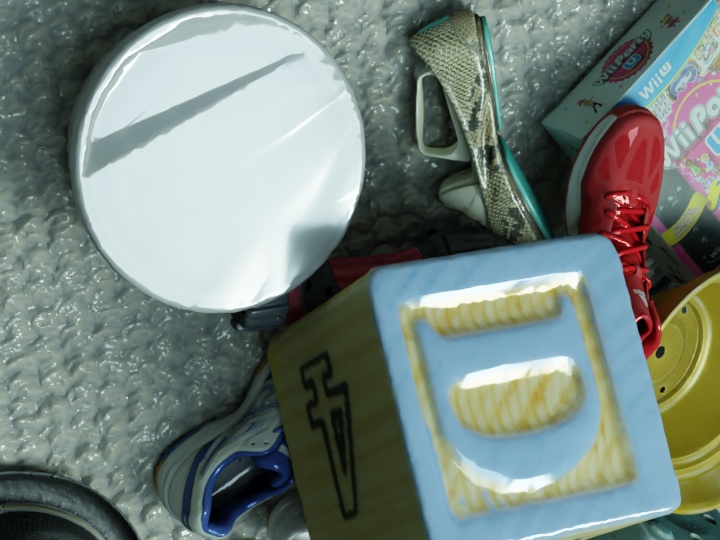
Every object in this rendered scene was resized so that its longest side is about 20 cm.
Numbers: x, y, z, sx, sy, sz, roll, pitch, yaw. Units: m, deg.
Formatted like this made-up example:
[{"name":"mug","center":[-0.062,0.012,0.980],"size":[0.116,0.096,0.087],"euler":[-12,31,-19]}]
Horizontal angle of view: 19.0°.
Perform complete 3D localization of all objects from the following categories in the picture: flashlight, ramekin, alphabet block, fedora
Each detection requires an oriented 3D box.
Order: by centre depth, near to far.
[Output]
[{"name":"ramekin","center":[-0.104,-0.081,1.432],"size":[0.201,0.094,0.203],"euler":[-5,105,-20]},{"name":"alphabet block","center":[0.071,0.102,1.470],"size":[0.194,0.200,0.197],"euler":[-7,78,-23]},{"name":"fedora","center":[-0.238,0.232,1.483],"size":[0.200,0.092,0.202],"euler":[0,91,-13]},{"name":"flashlight","center":[0.000,0.000,1.551],"size":[0.199,0.068,0.068],"euler":[-8,106,-23]}]

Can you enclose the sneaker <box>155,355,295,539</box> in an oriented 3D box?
[{"name":"sneaker","center":[-0.055,0.119,1.563],"size":[0.200,0.088,0.075],"euler":[-45,122,-4]}]

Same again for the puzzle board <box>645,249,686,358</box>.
[{"name":"puzzle board","center":[0.181,0.056,1.694],"size":[0.199,0.017,0.151],"euler":[-30,122,-12]}]

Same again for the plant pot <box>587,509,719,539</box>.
[{"name":"plant pot","center":[0.193,0.258,1.662],"size":[0.196,0.196,0.200],"euler":[19,112,-31]}]

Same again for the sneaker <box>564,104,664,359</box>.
[{"name":"sneaker","center":[0.193,-0.010,1.523],"size":[0.078,0.115,0.201],"euler":[7,103,-26]}]

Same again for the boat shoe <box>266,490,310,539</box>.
[{"name":"boat shoe","center":[0.033,0.200,1.593],"size":[0.199,0.069,0.071],"euler":[-3,106,-9]}]

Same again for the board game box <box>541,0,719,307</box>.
[{"name":"board game box","center":[0.253,-0.092,1.628],"size":[0.148,0.064,0.200],"euler":[-47,119,-5]}]

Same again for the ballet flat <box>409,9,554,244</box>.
[{"name":"ballet flat","center":[0.081,-0.091,1.560],"size":[0.075,0.068,0.201],"euler":[-17,115,6]}]

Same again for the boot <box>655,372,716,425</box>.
[{"name":"boot","center":[0.257,0.151,1.745],"size":[0.146,0.070,0.200],"euler":[-28,134,-1]}]

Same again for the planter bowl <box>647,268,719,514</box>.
[{"name":"planter bowl","center":[0.247,0.074,1.610],"size":[0.200,0.083,0.201],"euler":[-16,120,-31]}]
